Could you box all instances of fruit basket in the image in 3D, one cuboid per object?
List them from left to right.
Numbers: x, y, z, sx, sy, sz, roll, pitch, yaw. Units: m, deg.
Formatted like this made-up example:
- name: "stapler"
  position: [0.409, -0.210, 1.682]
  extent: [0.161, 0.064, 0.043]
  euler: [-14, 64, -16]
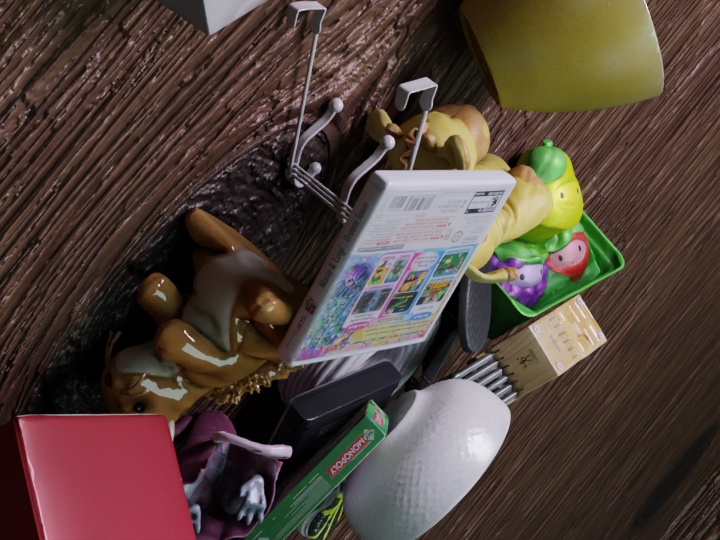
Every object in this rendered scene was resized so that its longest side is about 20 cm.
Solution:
- name: "fruit basket"
  position: [0.210, -0.041, 1.518]
  extent: [0.215, 0.156, 0.216]
  euler: [-35, 163, -12]

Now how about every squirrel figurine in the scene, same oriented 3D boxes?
- name: "squirrel figurine"
  position: [-0.128, 0.074, 1.158]
  extent: [0.187, 0.142, 0.200]
  euler: [-49, 149, 7]

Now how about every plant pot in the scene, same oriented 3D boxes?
- name: "plant pot"
  position: [0.175, -0.227, 1.230]
  extent: [0.142, 0.200, 0.200]
  euler: [-24, 149, 3]

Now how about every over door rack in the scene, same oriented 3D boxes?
- name: "over door rack"
  position: [0.005, -0.119, 1.117]
  extent: [0.067, 0.148, 0.200]
  euler: [-32, 146, -30]

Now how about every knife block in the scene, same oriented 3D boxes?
- name: "knife block"
  position: [0.163, 0.113, 1.482]
  extent: [0.175, 0.064, 0.200]
  euler: [-34, 175, 36]

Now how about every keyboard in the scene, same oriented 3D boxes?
- name: "keyboard"
  position: [0.079, 0.100, 1.505]
  extent: [0.127, 0.021, 0.200]
  euler: [-62, 179, 6]

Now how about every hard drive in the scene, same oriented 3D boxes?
- name: "hard drive"
  position: [-0.047, 0.185, 1.363]
  extent: [0.139, 0.033, 0.200]
  euler: [-20, 148, -42]

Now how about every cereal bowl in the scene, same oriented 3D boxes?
- name: "cereal bowl"
  position: [0.052, 0.182, 1.323]
  extent: [0.200, 0.083, 0.200]
  euler: [-44, -172, 7]

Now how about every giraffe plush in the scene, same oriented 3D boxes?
- name: "giraffe plush"
  position: [0.078, -0.088, 1.252]
  extent: [0.200, 0.172, 0.162]
  euler: [-67, 146, -46]

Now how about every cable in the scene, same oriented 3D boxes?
- name: "cable"
  position: [0.003, 0.084, 1.398]
  extent: [0.200, 0.069, 0.200]
  euler: [-12, 140, -51]

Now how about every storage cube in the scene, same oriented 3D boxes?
- name: "storage cube"
  position: [-0.248, 0.224, 1.039]
  extent: [0.171, 0.180, 0.200]
  euler: [-25, 161, 28]

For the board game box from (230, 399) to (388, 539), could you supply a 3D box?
- name: "board game box"
  position: [-0.053, 0.209, 1.250]
  extent: [0.200, 0.029, 0.135]
  euler: [-45, 178, 2]

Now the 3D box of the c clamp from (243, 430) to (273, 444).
- name: "c clamp"
  position: [-0.164, 0.251, 1.416]
  extent: [0.200, 0.027, 0.171]
  euler: [-16, 130, -45]

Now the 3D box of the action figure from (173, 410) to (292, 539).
- name: "action figure"
  position: [-0.149, 0.170, 1.221]
  extent: [0.134, 0.200, 0.149]
  euler: [18, 108, -13]

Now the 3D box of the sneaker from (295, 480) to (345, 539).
- name: "sneaker"
  position: [-0.033, 0.227, 1.531]
  extent: [0.200, 0.076, 0.076]
  euler: [-45, 153, -52]

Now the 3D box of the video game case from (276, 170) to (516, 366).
- name: "video game case"
  position: [0.034, -0.005, 1.115]
  extent: [0.200, 0.024, 0.182]
  euler: [-6, 131, -54]

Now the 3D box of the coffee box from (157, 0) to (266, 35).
- name: "coffee box"
  position: [-0.061, -0.270, 0.923]
  extent: [0.200, 0.080, 0.113]
  euler: [-36, 146, -26]

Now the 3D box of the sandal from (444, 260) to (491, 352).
- name: "sandal"
  position: [0.108, -0.008, 1.409]
  extent: [0.075, 0.048, 0.201]
  euler: [26, 59, -60]
